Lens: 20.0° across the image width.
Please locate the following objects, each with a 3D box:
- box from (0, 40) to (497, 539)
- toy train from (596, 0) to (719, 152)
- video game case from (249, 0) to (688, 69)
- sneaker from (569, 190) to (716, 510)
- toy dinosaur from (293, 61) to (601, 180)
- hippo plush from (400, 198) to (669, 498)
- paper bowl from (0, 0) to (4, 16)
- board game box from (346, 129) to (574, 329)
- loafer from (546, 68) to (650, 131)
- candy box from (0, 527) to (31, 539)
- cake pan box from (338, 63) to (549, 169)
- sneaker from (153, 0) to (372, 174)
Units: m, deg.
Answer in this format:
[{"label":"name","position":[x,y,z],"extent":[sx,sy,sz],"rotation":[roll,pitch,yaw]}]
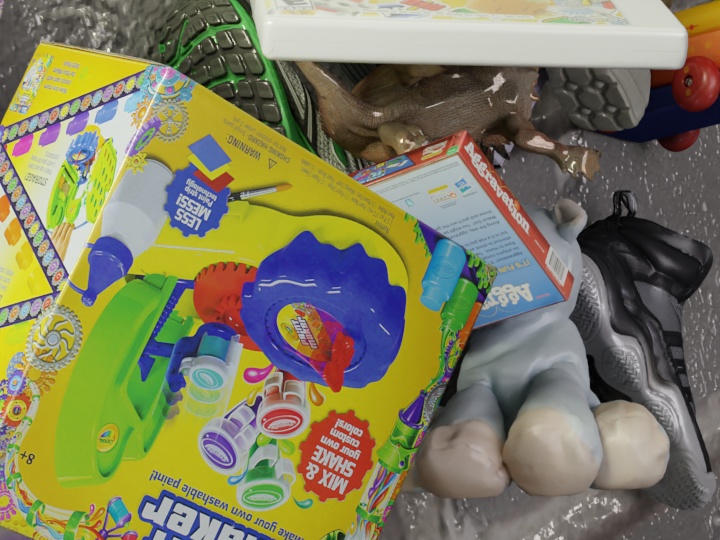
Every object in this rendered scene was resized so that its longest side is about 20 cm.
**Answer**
[{"label":"box","position":[-0.078,0.035,0.894],"extent":[0.199,0.122,0.194],"rotation":[29,83,-36]},{"label":"toy train","position":[0.230,-0.149,1.264],"extent":[0.084,0.199,0.117],"rotation":[10,76,-41]},{"label":"video game case","position":[0.043,-0.140,1.007],"extent":[0.198,0.182,0.023],"rotation":[0,114,-8]},{"label":"sneaker","position":[0.189,0.047,1.290],"extent":[0.114,0.075,0.201],"rotation":[-43,112,-33]},{"label":"toy dinosaur","position":[0.036,-0.085,1.081],"extent":[0.198,0.135,0.087],"rotation":[-5,92,-29]},{"label":"hippo plush","position":[0.103,0.041,1.157],"extent":[0.199,0.158,0.163],"rotation":[-1,88,-41]},{"label":"paper bowl","position":[-0.256,-0.134,0.856],"extent":[0.200,0.104,0.202],"rotation":[-24,128,-35]},{"label":"board game box","position":[0.000,0.000,1.042],"extent":[0.103,0.199,0.020],"rotation":[52,40,-26]},{"label":"loafer","position":[0.124,-0.163,1.176],"extent":[0.201,0.069,0.070],"rotation":[62,38,-49]},{"label":"candy box","position":[-0.191,0.099,0.944],"extent":[0.167,0.071,0.202],"rotation":[-8,92,-42]},{"label":"cake pan box","position":[0.054,-0.185,1.205],"extent":[0.184,0.052,0.201],"rotation":[44,59,-28]},{"label":"sneaker","position":[-0.044,-0.064,1.101],"extent":[0.201,0.077,0.085],"rotation":[64,34,-19]}]
